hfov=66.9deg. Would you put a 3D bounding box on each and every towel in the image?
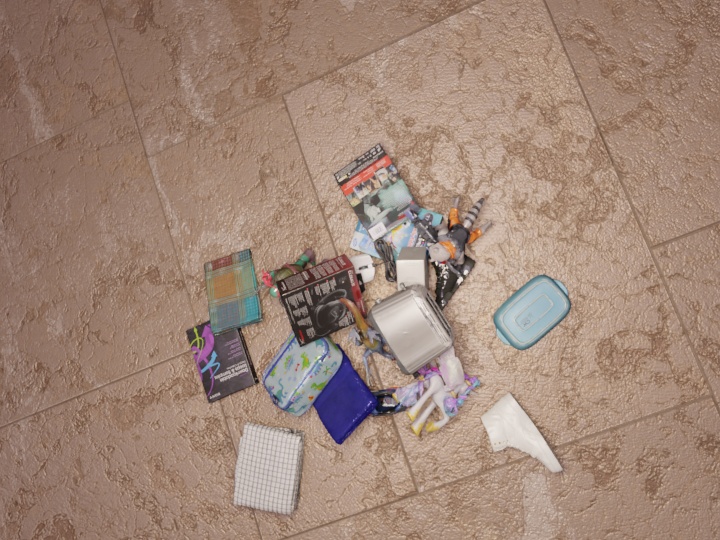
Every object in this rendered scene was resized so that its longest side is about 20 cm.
[{"bbox_3d":[-0.052,0.297,1.321,0.148,0.049,0.200,-48,50,9],"label":"towel"},{"bbox_3d":[-0.336,0.054,1.423,0.144,0.022,0.204,-17,70,9],"label":"towel"},{"bbox_3d":[-0.225,0.487,1.361,0.162,0.085,0.205,6,88,13],"label":"towel"}]

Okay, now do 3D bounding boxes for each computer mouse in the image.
[{"bbox_3d":[0.000,0.000,1.334,0.198,0.044,0.112,-22,78,35],"label":"computer mouse"}]

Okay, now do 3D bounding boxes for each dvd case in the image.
[{"bbox_3d":[0.040,-0.192,1.345,0.145,0.022,0.202,-33,78,5],"label":"dvd case"}]

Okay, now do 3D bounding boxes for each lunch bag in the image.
[{"bbox_3d":[-0.148,0.237,1.335,0.201,0.082,0.161,-53,39,2],"label":"lunch bag"}]

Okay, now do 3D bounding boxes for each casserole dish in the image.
[{"bbox_3d":[0.407,0.099,1.290,0.199,0.039,0.122,-42,79,6],"label":"casserole dish"}]

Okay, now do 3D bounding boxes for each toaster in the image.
[{"bbox_3d":[0.117,0.128,1.177,0.128,0.114,0.202,-33,90,17],"label":"toaster"}]

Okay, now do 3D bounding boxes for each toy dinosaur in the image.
[{"bbox_3d":[0.042,0.161,1.288,0.103,0.181,0.204,-17,76,14],"label":"toy dinosaur"}]

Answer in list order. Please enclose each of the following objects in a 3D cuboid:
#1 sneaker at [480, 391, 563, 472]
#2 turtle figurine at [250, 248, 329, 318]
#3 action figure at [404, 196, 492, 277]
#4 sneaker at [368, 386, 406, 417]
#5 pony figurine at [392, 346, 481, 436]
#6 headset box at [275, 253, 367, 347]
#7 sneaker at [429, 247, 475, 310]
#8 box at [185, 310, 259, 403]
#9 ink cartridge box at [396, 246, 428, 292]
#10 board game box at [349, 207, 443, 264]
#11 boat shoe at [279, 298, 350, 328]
[{"bbox_3d":[0.365,0.399,1.262,0.115,0.074,0.201,-39,70,7],"label":"sneaker"},{"bbox_3d":[-0.165,0.028,1.333,0.149,0.101,0.199,40,55,16],"label":"turtle figurine"},{"bbox_3d":[0.204,-0.099,1.261,0.200,0.104,0.194,42,57,-6],"label":"action figure"},{"bbox_3d":[0.023,0.322,1.326,0.196,0.078,0.077,-13,83,9],"label":"sneaker"},{"bbox_3d":[0.177,0.265,1.269,0.198,0.166,0.195,-34,107,-13],"label":"pony figurine"},{"bbox_3d":[-0.080,0.066,1.279,0.197,0.077,0.151,-23,121,-12],"label":"headset box"},{"bbox_3d":[0.203,0.003,1.327,0.104,0.060,0.201,36,87,9],"label":"sneaker"},{"bbox_3d":[-0.363,0.226,1.430,0.141,0.036,0.204,-23,82,8],"label":"box"},{"bbox_3d":[0.126,0.057,1.278,0.066,0.116,0.204,-1,107,12],"label":"ink cartridge box"},{"bbox_3d":[0.089,-0.095,1.361,0.196,0.047,0.154,20,90,12],"label":"board game box"},{"bbox_3d":[-0.113,0.098,1.378,0.197,0.060,0.075,22,90,12],"label":"boat shoe"}]
